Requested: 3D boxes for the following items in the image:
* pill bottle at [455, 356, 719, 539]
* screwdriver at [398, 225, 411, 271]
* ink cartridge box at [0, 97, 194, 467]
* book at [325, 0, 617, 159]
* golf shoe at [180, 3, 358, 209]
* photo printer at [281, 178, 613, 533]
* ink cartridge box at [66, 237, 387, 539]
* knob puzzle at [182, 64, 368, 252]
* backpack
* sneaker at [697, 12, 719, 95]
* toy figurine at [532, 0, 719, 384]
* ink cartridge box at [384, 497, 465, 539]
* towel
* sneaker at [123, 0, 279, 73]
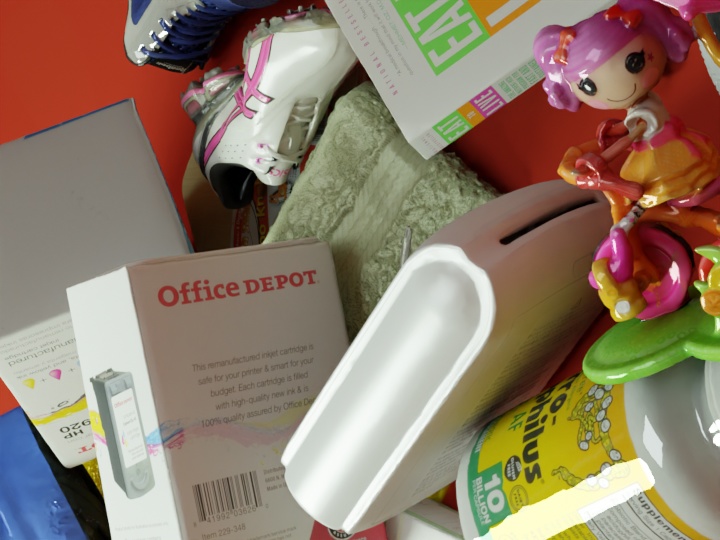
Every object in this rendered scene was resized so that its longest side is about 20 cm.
[{"bbox_3d":[0.147,0.091,0.819,0.200,0.113,0.113,-35,62,47],"label":"pill bottle"},{"bbox_3d":[0.020,0.063,0.990,0.029,0.028,0.200,32,128,28],"label":"screwdriver"},{"bbox_3d":[-0.182,0.014,1.149,0.200,0.147,0.145,77,170,-60],"label":"ink cartridge box"},{"bbox_3d":[0.085,-0.167,0.898,0.200,0.048,0.134,-35,58,12],"label":"book"},{"bbox_3d":[-0.046,-0.104,1.063,0.200,0.073,0.092,-31,71,58],"label":"golf shoe"},{"bbox_3d":[0.059,0.037,0.894,0.069,0.166,0.200,45,126,18],"label":"photo printer"},{"bbox_3d":[-0.077,0.092,0.984,0.086,0.147,0.200,-18,82,50],"label":"ink cartridge box"},{"bbox_3d":[-0.058,-0.053,1.154,0.220,0.030,0.220,0,90,52],"label":"knob puzzle"},{"bbox_3d":[-0.260,0.218,1.253,0.163,0.168,0.200,49,159,35],"label":"backpack"},{"bbox_3d":[0.221,-0.163,0.758,0.115,0.075,0.200,13,96,54],"label":"sneaker"},{"bbox_3d":[0.144,-0.068,0.726,0.200,0.150,0.184,-24,101,29],"label":"toy figurine"},{"bbox_3d":[0.075,0.227,0.964,0.200,0.048,0.146,17,102,54],"label":"ink cartridge box"},{"bbox_3d":[0.000,0.000,1.037,0.148,0.036,0.200,43,116,25],"label":"towel"},{"bbox_3d":[-0.114,-0.192,1.201,0.199,0.080,0.115,33,119,55],"label":"sneaker"}]
